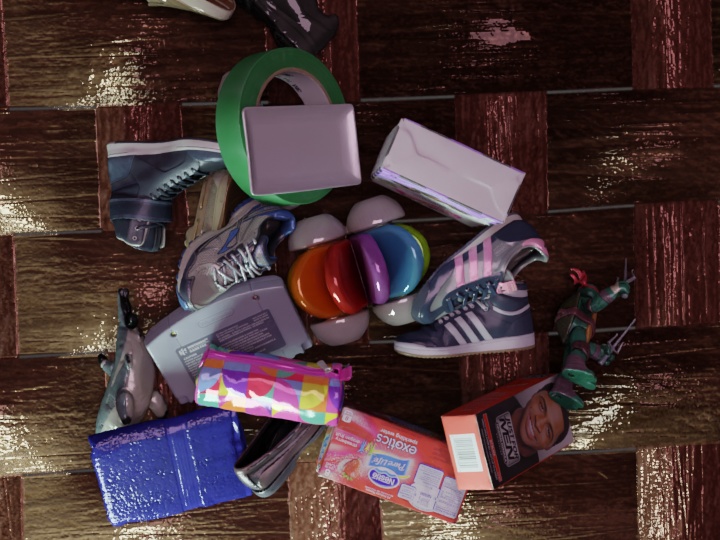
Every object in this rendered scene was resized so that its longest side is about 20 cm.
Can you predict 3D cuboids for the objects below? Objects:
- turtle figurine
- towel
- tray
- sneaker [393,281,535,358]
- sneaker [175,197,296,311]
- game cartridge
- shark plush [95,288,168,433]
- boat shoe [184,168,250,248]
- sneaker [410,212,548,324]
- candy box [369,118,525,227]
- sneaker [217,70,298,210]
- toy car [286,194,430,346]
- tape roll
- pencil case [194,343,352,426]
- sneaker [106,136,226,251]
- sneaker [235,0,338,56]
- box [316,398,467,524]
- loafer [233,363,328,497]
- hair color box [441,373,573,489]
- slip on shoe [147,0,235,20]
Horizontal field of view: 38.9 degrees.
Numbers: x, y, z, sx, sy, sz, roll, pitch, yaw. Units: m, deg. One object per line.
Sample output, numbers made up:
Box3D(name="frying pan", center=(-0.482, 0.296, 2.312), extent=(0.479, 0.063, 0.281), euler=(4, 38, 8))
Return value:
Box3D(name="turtle figurine", center=(0.312, 0.082, 1.387), extent=(0.100, 0.150, 0.201), euler=(12, 54, 22))
Box3D(name="towel", center=(-0.249, 0.255, 1.357), extent=(0.198, 0.050, 0.149), euler=(-12, 115, -10))
Box3D(name="tray", center=(-0.076, -0.155, 1.293), extent=(0.199, 0.022, 0.108), euler=(-12, 99, -48))
Box3D(name="sneaker", center=(0.140, 0.059, 1.391), extent=(0.198, 0.070, 0.109), euler=(-4, 96, -11))
Box3D(name="sneaker", center=(-0.157, -0.022, 1.309), extent=(0.200, 0.085, 0.077), euler=(-51, 138, -31))
Box3D(name="game cartridge", center=(-0.177, 0.088, 1.357), extent=(0.199, 0.041, 0.134), euler=(-23, 126, -1))
Box3D(name="shark plush", center=(-0.326, 0.128, 1.367), extent=(0.083, 0.091, 0.202), euler=(-3, 98, 27))
Box3D(name="boat shoe", center=(-0.200, -0.039, 1.375), extent=(0.065, 0.072, 0.202), euler=(14, 93, 34))
Box3D(name="sneaker", center=(0.157, 0.011, 1.329), extent=(0.200, 0.070, 0.082), euler=(-42, 58, -4))
Box3D(name="candy box", center=(0.105, -0.122, 1.321), extent=(0.167, 0.200, 0.072), euler=(24, 89, -4))
Box3D(name="sneaker", center=(-0.137, -0.172, 1.360), extent=(0.075, 0.088, 0.201), euler=(-29, 93, -4))
Box3D(name="toy car", center=(0.000, 0.000, 1.342), extent=(0.199, 0.150, 0.176), euler=(-17, 92, -3))
Box3D(name="tape roll", center=(-0.097, -0.185, 1.322), extent=(0.200, 0.048, 0.202), euler=(1, 88, -49))
Box3D(name="pencil case", center=(-0.112, 0.145, 1.311), extent=(0.198, 0.088, 0.089), euler=(6, 91, 0))
Box3D(name="sneaker", center=(-0.243, -0.098, 1.338), extent=(0.201, 0.077, 0.148), euler=(-1, 85, 24))
Box3D(name="sneaker", center=(-0.112, -0.373, 1.374), extent=(0.091, 0.076, 0.200), euler=(-45, 100, -12))
Box3D(name="box", center=(0.048, 0.255, 1.377), extent=(0.199, 0.095, 0.100), euler=(20, 88, -4))
Box3D(name="loafer", center=(-0.094, 0.204, 1.359), extent=(0.063, 0.072, 0.201), euler=(44, 73, -35))
Box3D(name="hair color box", center=(0.198, 0.210, 1.346), extent=(0.199, 0.061, 0.102), euler=(-17, 94, -47))
Box3D(name="slip on shoe", center=(-0.265, -0.381, 1.365), extent=(0.199, 0.076, 0.061), euler=(24, 129, -12))
